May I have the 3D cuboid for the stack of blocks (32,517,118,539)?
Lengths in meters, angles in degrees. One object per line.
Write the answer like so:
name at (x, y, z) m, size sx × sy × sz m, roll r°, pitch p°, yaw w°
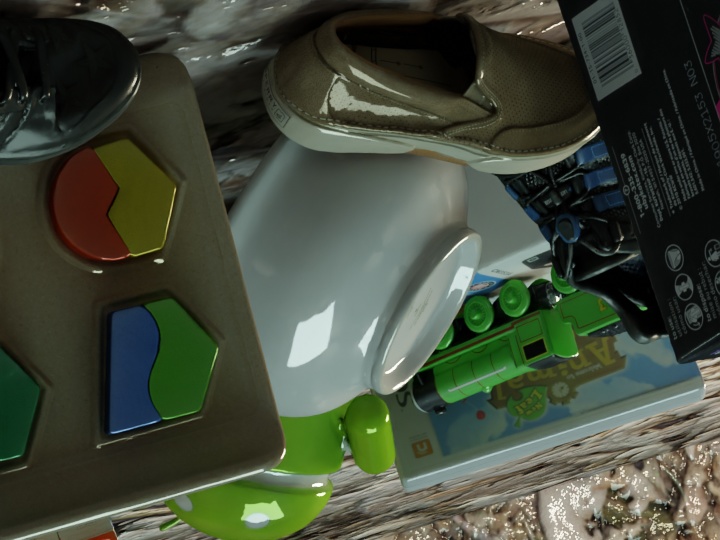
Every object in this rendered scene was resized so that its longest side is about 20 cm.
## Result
stack of blocks at (-0.161, 0.158, 1.425) m, size 0.058 × 0.116 × 0.200 m, roll -19°, pitch -172°, yaw -8°

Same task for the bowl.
bowl at (0.000, 0.000, 1.331) m, size 0.201 × 0.090 × 0.201 m, roll -53°, pitch 163°, yaw -24°

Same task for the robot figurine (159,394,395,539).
robot figurine at (-0.060, 0.070, 1.541) m, size 0.175 × 0.201 × 0.116 m, roll 15°, pitch -173°, yaw 10°

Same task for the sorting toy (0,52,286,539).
sorting toy at (-0.142, 0.014, 1.166) m, size 0.184 × 0.201 × 0.036 m, roll -15°, pitch 176°, yaw -14°

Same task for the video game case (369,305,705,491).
video game case at (0.096, 0.033, 1.662) m, size 0.199 × 0.182 × 0.022 m, roll -17°, pitch 148°, yaw -4°

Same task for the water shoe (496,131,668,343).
water shoe at (0.123, -0.038, 1.399) m, size 0.071 × 0.079 × 0.200 m, roll -29°, pitch 130°, yaw 28°

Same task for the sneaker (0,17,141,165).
sneaker at (-0.175, -0.077, 1.051) m, size 0.199 × 0.060 × 0.104 m, roll -10°, pitch 171°, yaw -20°

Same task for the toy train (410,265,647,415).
toy train at (0.098, 0.035, 1.559) m, size 0.200 × 0.057 × 0.042 m, roll -26°, pitch 165°, yaw 38°

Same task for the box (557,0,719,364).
box at (0.202, -0.073, 1.282) m, size 0.114 × 0.201 × 0.132 m, roll -8°, pitch 165°, yaw -36°

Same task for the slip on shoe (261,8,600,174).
slip on shoe at (0.048, -0.096, 1.274) m, size 0.199 × 0.076 × 0.061 m, roll 3°, pitch 146°, yaw -32°

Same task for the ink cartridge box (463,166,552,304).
ink cartridge box at (0.134, -0.051, 1.560) m, size 0.200 × 0.084 × 0.145 m, roll -23°, pitch 166°, yaw 25°
